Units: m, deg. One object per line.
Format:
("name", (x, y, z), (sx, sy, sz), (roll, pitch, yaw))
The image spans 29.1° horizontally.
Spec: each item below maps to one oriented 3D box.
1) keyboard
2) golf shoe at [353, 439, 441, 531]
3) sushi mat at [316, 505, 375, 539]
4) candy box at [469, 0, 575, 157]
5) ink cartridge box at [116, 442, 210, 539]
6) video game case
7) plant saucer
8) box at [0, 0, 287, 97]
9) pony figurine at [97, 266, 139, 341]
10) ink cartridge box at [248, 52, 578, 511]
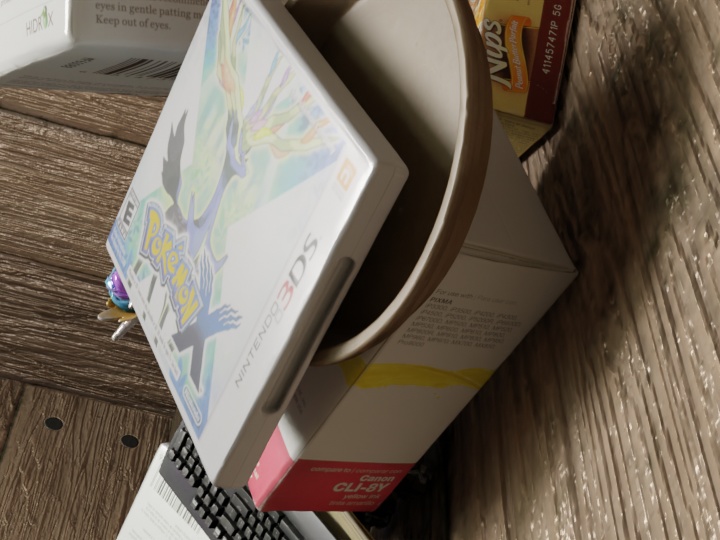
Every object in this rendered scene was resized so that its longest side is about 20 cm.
("keyboard", (-0.063, 0.179, 0.829), (0.200, 0.021, 0.127), (44, 124, 35))
("golf shoe", (0.003, 0.106, 0.883), (0.200, 0.078, 0.095), (-41, 31, 56))
("sushi mat", (-0.038, 0.115, 0.808), (0.012, 0.200, 0.096), (-34, -20, -17))
("candy box", (0.070, -0.115, 0.850), (0.200, 0.055, 0.116), (133, 150, -73))
("ink cartridge box", (-0.093, 0.237, 0.898), (0.200, 0.043, 0.174), (36, 107, 37))
("video game case", (-0.062, -0.028, 0.682), (0.183, 0.022, 0.200), (-62, 37, 25))
("plant saucer", (-0.003, -0.054, 0.645), (0.200, 0.029, 0.201), (-21, 64, 52))
("box", (-0.128, -0.204, 0.878), (0.200, 0.198, 0.172), (0, 91, 57))
("pony figurine", (-0.092, -0.020, 1.085), (0.167, 0.199, 0.193), (52, 126, 38))
("ink cartridge box", (0.004, 0.010, 0.721), (0.200, 0.083, 0.145), (-54, 42, 35))
